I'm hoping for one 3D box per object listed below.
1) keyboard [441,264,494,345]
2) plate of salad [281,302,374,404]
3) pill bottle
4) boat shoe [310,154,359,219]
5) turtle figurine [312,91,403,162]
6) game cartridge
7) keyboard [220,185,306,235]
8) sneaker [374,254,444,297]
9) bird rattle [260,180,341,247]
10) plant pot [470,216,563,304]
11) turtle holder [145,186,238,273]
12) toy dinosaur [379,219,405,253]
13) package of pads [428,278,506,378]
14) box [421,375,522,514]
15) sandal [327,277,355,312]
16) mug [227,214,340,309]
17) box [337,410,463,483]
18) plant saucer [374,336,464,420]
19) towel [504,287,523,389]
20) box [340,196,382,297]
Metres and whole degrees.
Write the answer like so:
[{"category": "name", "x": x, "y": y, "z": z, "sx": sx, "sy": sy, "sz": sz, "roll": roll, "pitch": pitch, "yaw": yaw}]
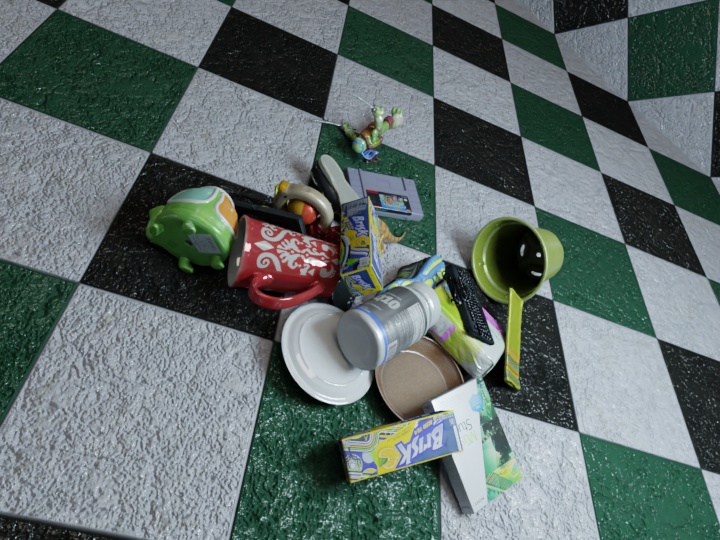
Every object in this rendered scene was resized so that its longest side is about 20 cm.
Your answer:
[{"category": "keyboard", "x": 0.230, "y": 0.058, "z": 1.090, "sx": 0.103, "sy": 0.040, "sz": 0.202, "roll": 24, "pitch": 34, "yaw": -27}, {"category": "plate of salad", "x": -0.061, "y": 0.155, "z": 0.966, "sx": 0.197, "sy": 0.048, "sz": 0.203, "roll": 22, "pitch": 47, "yaw": -25}, {"category": "pill bottle", "x": 0.059, "y": 0.097, "z": 0.979, "sx": 0.198, "sy": 0.114, "sz": 0.114, "roll": -24, "pitch": 67, "yaw": -43}, {"category": "boat shoe", "x": -0.054, "y": -0.170, "z": 1.215, "sx": 0.073, "sy": 0.060, "sz": 0.202, "roll": -27, "pitch": 84, "yaw": -50}, {"category": "turtle figurine", "x": 0.018, "y": -0.405, "z": 1.382, "sx": 0.200, "sy": 0.144, "sz": 0.193, "roll": 45, "pitch": 44, "yaw": 7}, {"category": "game cartridge", "x": 0.060, "y": -0.192, "z": 1.312, "sx": 0.196, "sy": 0.039, "sz": 0.132, "roll": 6, "pitch": 48, "yaw": -24}, {"category": "keyboard", "x": -0.205, "y": -0.120, "z": 1.015, "sx": 0.195, "sy": 0.128, "sz": 0.021, "roll": 13, "pitch": 64, "yaw": 9}, {"category": "sneaker", "x": 0.103, "y": 0.033, "z": 1.134, "sx": 0.198, "sy": 0.082, "sz": 0.072, "roll": -35, "pitch": 104, "yaw": -31}, {"category": "bird rattle", "x": -0.116, "y": -0.105, "z": 1.070, "sx": 0.197, "sy": 0.164, "sz": 0.114, "roll": 28, "pitch": 58, "yaw": 5}, {"category": "plant pot", "x": 0.403, "y": -0.032, "z": 1.278, "sx": 0.182, "sy": 0.201, "sz": 0.202, "roll": -9, "pitch": 58, "yaw": -46}, {"category": "turtle holder", "x": -0.308, "y": -0.081, "z": 0.967, "sx": 0.141, "sy": 0.183, "sz": 0.134, "roll": 42, "pitch": 48, "yaw": -29}, {"category": "toy dinosaur", "x": 0.048, "y": -0.081, "z": 1.187, "sx": 0.060, "sy": 0.108, "sz": 0.199, "roll": 22, "pitch": -9, "yaw": 43}, {"category": "package of pads", "x": 0.218, "y": 0.118, "z": 1.105, "sx": 0.200, "sy": 0.069, "sz": 0.154, "roll": 45, "pitch": 32, "yaw": 12}, {"category": "box", "x": 0.207, "y": 0.315, "z": 0.956, "sx": 0.142, "sy": 0.036, "sz": 0.204, "roll": -14, "pitch": 79, "yaw": -36}, {"category": "sandal", "x": 0.000, "y": 0.001, "z": 1.084, "sx": 0.075, "sy": 0.047, "sz": 0.203, "roll": 46, "pitch": 55, "yaw": -31}, {"category": "mug", "x": -0.146, "y": 0.003, "z": 0.998, "sx": 0.196, "sy": 0.133, "sz": 0.182, "roll": 12, "pitch": 67, "yaw": -25}, {"category": "box", "x": 0.065, "y": 0.289, "z": 0.863, "sx": 0.195, "sy": 0.064, "sz": 0.072, "roll": -11, "pitch": 78, "yaw": -13}, {"category": "plant saucer", "x": 0.112, "y": 0.220, "z": 1.013, "sx": 0.196, "sy": 0.037, "sz": 0.204, "roll": 14, "pitch": 50, "yaw": -17}, {"category": "towel", "x": 0.333, "y": 0.147, "z": 1.122, "sx": 0.086, "sy": 0.018, "sz": 0.205, "roll": 38, "pitch": 55, "yaw": -54}, {"category": "box", "x": 0.001, "y": -0.049, "z": 1.015, "sx": 0.063, "sy": 0.071, "sz": 0.203, "roll": -15, "pitch": 44, "yaw": 15}]
